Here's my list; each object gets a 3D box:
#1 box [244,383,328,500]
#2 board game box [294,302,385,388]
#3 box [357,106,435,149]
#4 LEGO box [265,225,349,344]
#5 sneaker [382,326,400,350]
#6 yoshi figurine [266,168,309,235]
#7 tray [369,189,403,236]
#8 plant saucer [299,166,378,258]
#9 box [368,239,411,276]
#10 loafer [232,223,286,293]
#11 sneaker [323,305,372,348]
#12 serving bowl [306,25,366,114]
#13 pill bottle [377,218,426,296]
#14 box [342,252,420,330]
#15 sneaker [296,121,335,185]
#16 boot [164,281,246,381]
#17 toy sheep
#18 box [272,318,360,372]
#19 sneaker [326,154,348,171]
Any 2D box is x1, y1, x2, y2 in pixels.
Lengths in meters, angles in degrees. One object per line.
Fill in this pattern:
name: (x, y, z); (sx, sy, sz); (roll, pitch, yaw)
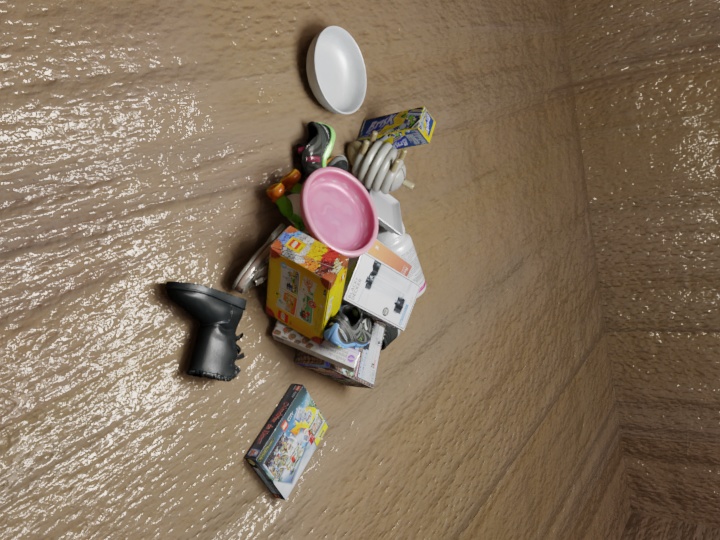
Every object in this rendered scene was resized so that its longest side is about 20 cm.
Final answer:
box: (-0.157, 0.373, 1.451); (0.202, 0.037, 0.139); (-55, 129, -38)
board game box: (-0.043, 0.172, 1.563); (0.199, 0.095, 0.164); (34, 62, -46)
box: (0.090, -0.355, 1.684); (0.064, 0.196, 0.072); (41, 58, -42)
LEGO box: (-0.114, 0.034, 1.367); (0.077, 0.146, 0.203); (-49, 161, -41)
sneaker: (0.046, 0.116, 1.702); (0.099, 0.069, 0.205); (-49, 129, -47)
yoshi figurine: (-0.113, -0.113, 1.437); (0.203, 0.110, 0.113); (58, 12, -17)
tray: (0.059, -0.157, 1.684); (0.106, 0.022, 0.202); (36, 24, -18)
plant saucer: (-0.051, -0.119, 1.411); (0.196, 0.050, 0.207); (17, 60, -32)
box: (0.000, 0.000, 1.565); (0.198, 0.105, 0.155); (32, 83, -35)
loafer: (-0.193, -0.019, 1.387); (0.062, 0.072, 0.202); (36, 50, -4)
sneaker: (-0.013, 0.118, 1.428); (0.084, 0.070, 0.199); (-62, 162, 9)
serving bowl: (-0.068, -0.476, 1.594); (0.197, 0.064, 0.208); (6, 83, -52)
pill bottle: (0.096, -0.028, 1.743); (0.113, 0.111, 0.205); (-43, 121, -44)
box: (0.036, 0.045, 1.494); (0.198, 0.059, 0.120); (30, 79, -35)
sneaker: (-0.118, -0.252, 1.523); (0.082, 0.076, 0.206); (24, 65, -30)
boot: (-0.299, 0.119, 1.258); (0.196, 0.072, 0.168); (23, 73, -50)
toy sheep: (0.050, -0.262, 1.663); (0.140, 0.197, 0.138); (-55, 172, -11)
box: (-0.096, 0.162, 1.430); (0.042, 0.195, 0.040); (96, 17, -68)
sneaker: (-0.063, -0.186, 1.567); (0.079, 0.075, 0.205); (49, 52, -48)
